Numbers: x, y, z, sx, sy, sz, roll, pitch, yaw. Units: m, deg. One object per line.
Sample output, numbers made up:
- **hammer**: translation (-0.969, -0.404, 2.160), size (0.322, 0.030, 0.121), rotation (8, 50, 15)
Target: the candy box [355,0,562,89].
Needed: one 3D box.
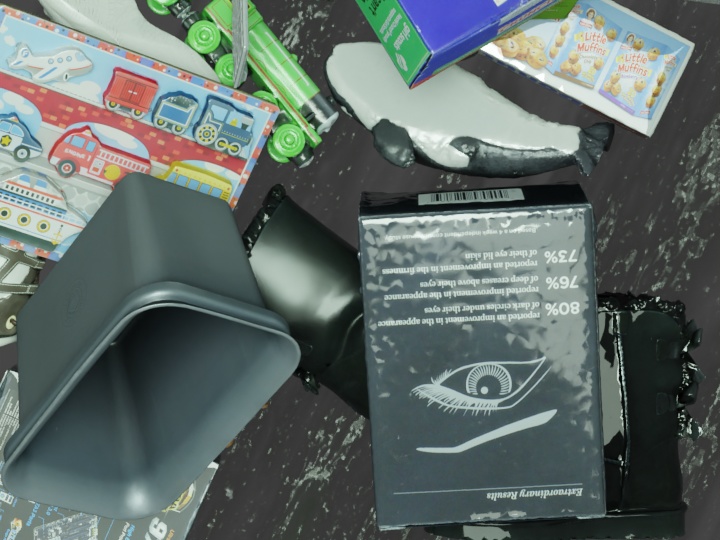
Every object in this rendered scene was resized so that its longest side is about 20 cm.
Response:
- **candy box**: translation (0.055, -0.244, 1.346), size (0.168, 0.077, 0.201), rotation (-30, 83, -13)

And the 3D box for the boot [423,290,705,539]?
- **boot**: translation (0.138, 0.098, 1.460), size (0.196, 0.073, 0.164), rotation (-1, 94, -9)

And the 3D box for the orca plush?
- **orca plush**: translation (0.072, -0.099, 1.460), size (0.198, 0.071, 0.106), rotation (6, 65, 8)

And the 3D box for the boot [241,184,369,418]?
- **boot**: translation (0.000, -0.001, 1.450), size (0.162, 0.073, 0.199), rotation (31, 92, 1)

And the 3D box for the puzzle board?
- **puzzle board**: translation (-0.169, -0.071, 1.397), size (0.199, 0.017, 0.152), rotation (19, 108, -24)

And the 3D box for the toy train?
- **toy train**: translation (-0.088, -0.158, 1.464), size (0.056, 0.042, 0.200), rotation (-40, 92, -11)

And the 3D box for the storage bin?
- **storage bin**: translation (-0.135, 0.043, 1.374), size (0.145, 0.135, 0.200), rotation (17, 132, -33)

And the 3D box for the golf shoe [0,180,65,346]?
- **golf shoe**: translation (-0.239, -0.006, 1.456), size (0.199, 0.078, 0.095), rotation (-35, 110, 1)

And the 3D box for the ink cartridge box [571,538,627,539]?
- **ink cartridge box**: translation (0.176, 0.287, 1.468), size (0.115, 0.068, 0.202), rotation (6, 91, -1)

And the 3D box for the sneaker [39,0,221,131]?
- **sneaker**: translation (-0.182, -0.158, 1.441), size (0.201, 0.088, 0.075), rotation (52, 49, -7)

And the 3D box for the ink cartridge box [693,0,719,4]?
- **ink cartridge box**: translation (0.308, -0.237, 1.374), size (0.199, 0.147, 0.146), rotation (1, 93, -40)

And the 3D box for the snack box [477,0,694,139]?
- **snack box**: translation (0.124, -0.167, 1.475), size (0.199, 0.024, 0.072), rotation (27, 89, -2)

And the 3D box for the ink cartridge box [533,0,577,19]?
- **ink cartridge box**: translation (0.042, -0.244, 1.422), size (0.198, 0.076, 0.149), rotation (-2, 79, -7)

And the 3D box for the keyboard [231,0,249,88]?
- **keyboard**: translation (-0.080, -0.221, 1.416), size (0.011, 0.056, 0.202), rotation (-1, 68, -5)

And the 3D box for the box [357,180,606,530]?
- **box**: translation (0.075, 0.052, 1.358), size (0.146, 0.104, 0.202), rotation (-2, 100, 2)

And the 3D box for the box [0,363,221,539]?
- **box**: translation (-0.205, 0.186, 1.466), size (0.158, 0.046, 0.201), rotation (24, 91, -2)
